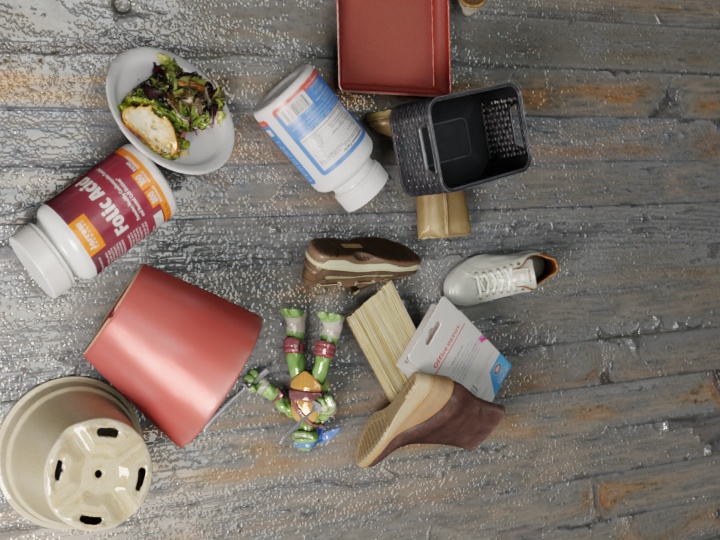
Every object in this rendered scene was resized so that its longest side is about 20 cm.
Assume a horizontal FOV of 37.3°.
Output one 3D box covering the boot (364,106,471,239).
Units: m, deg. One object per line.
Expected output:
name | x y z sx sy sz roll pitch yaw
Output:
boot | 0.093 -0.148 1.638 0.172 0.066 0.205 -6 93 -26

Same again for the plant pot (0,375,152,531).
plant pot | -0.349 0.242 1.346 0.197 0.183 0.205 0 89 -26

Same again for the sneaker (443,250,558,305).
sneaker | 0.227 0.006 1.694 0.197 0.084 0.074 -18 99 -24

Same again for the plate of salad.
plate of salad | -0.248 -0.221 1.433 0.198 0.048 0.203 24 48 -29

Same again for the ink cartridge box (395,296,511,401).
ink cartridge box | 0.133 0.134 1.630 0.200 0.067 0.116 45 70 -35

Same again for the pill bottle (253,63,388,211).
pill bottle | -0.052 -0.186 1.539 0.112 0.112 0.201 -47 110 -19

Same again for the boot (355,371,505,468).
boot | 0.102 0.246 1.591 0.164 0.073 0.201 25 120 -23

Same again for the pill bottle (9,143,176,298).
pill bottle | -0.347 -0.063 1.386 0.199 0.114 0.115 -41 107 -21

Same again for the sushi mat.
sushi mat | 0.052 0.119 1.618 0.095 0.012 0.202 -41 120 -22

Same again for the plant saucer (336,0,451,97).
plant saucer | 0.045 -0.368 1.630 0.196 0.037 0.205 -2 90 -27

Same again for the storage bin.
storage bin | 0.151 -0.196 1.590 0.198 0.093 0.138 -18 100 -37

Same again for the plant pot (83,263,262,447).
plant pot | -0.253 0.099 1.402 0.176 0.200 0.202 35 75 -13

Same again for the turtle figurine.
turtle figurine | -0.094 0.151 1.499 0.197 0.143 0.198 12 81 -30

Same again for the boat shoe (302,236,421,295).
boat shoe | -0.003 -0.004 1.597 0.199 0.075 0.076 4 122 -33

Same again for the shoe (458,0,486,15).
shoe | 0.186 -0.503 1.699 0.068 0.053 0.204 10 80 6
